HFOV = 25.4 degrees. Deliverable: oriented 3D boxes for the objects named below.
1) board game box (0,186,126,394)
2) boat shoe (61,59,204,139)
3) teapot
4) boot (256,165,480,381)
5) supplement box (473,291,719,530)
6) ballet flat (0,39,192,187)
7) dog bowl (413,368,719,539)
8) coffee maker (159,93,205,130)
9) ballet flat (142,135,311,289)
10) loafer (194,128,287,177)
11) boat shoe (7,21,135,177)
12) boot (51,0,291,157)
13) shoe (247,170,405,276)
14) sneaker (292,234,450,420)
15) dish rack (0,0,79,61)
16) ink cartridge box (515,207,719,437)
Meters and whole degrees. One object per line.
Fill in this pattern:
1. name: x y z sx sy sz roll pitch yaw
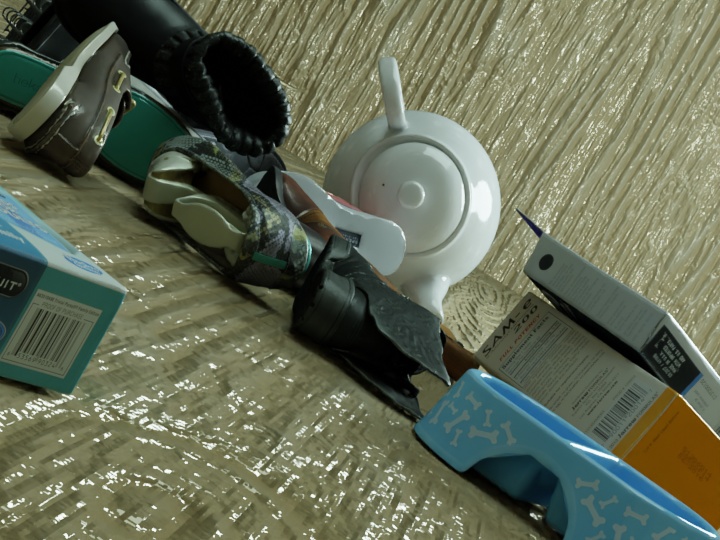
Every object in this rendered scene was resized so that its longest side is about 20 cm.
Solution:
1. board game box: -0.199 -0.039 0.574 0.199 0.047 0.151 35 6 35
2. boat shoe: -0.197 -0.124 1.359 0.200 0.071 0.070 40 5 19
3. teapot: 0.049 -0.074 1.578 0.199 0.198 0.146 35 -1 5
4. boot: 0.000 0.000 1.312 0.199 0.069 0.188 30 5 -23
5. supplement box: 0.188 0.111 1.209 0.126 0.074 0.200 44 -3 -33
6. ballet flat: -0.216 -0.127 1.271 0.199 0.069 0.068 30 -4 -24
7. dog bowl: 0.121 0.123 0.926 0.199 0.050 0.111 34 6 33
8. coffee maker: -0.199 -0.193 1.623 0.199 0.136 0.192 34 5 25
9. ballet flat: -0.113 -0.049 1.122 0.072 0.073 0.200 26 6 -45
10. loafer: -0.139 -0.103 1.501 0.063 0.073 0.199 29 6 28
11. boat shoe: -0.198 -0.125 1.159 0.060 0.072 0.200 45 19 -14
12. boot: -0.151 -0.177 1.282 0.210 0.080 0.158 34 3 -18
13. shoe: -0.055 -0.044 1.459 0.199 0.072 0.090 20 -4 -43
14. sneaker: 0.009 0.036 1.076 0.103 0.060 0.200 30 10 -5
15. dish rack: -0.289 -0.242 1.488 0.055 0.154 0.200 43 -2 -31
16. ink cartridge box: 0.212 0.056 1.272 0.198 0.043 0.200 45 -2 -39
